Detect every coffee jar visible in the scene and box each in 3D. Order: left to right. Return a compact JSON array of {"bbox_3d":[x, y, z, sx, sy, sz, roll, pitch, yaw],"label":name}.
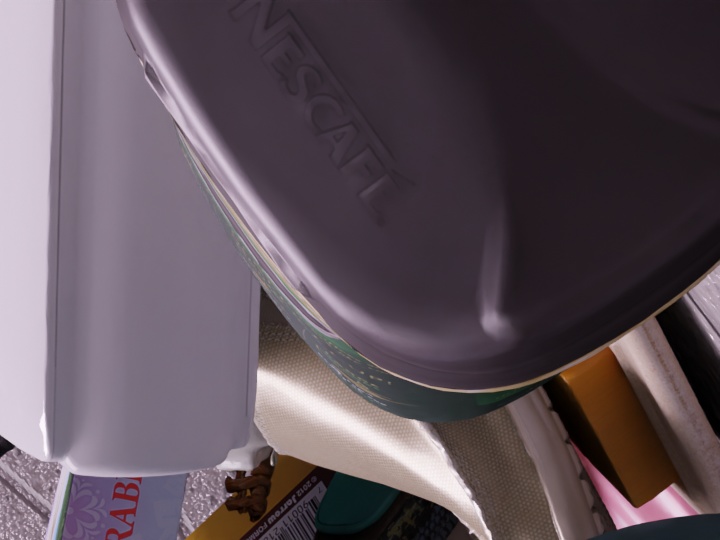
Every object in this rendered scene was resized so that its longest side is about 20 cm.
[{"bbox_3d":[0.014,-0.030,0.479,0.104,0.085,0.200,55,177,3],"label":"coffee jar"}]

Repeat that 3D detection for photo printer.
[{"bbox_3d":[-0.078,-0.060,0.761,0.166,0.069,0.200,-152,63,-63],"label":"photo printer"}]

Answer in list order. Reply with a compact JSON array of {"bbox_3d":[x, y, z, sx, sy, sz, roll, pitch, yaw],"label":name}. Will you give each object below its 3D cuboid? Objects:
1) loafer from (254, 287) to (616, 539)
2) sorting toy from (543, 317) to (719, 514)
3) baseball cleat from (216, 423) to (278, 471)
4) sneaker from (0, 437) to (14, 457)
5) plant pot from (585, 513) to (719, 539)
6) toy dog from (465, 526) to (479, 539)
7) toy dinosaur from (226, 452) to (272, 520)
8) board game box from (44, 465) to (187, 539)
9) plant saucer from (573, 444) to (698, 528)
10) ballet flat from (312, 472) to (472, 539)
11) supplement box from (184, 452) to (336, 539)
[{"bbox_3d":[0.005,0.033,0.789,0.200,0.068,0.076,52,175,39],"label":"loafer"},{"bbox_3d":[0.032,-0.015,0.782,0.200,0.036,0.185,54,176,-35],"label":"sorting toy"},{"bbox_3d":[0.000,0.000,0.930,0.200,0.070,0.107,-26,-69,-64],"label":"baseball cleat"},{"bbox_3d":[-0.147,0.021,0.879,0.091,0.066,0.200,49,174,16],"label":"sneaker"},{"bbox_3d":[0.079,0.141,0.581,0.201,0.201,0.161,52,-175,-6],"label":"plant pot"},{"bbox_3d":[0.011,0.185,0.928,0.194,0.200,0.140,52,177,1],"label":"toy dog"},{"bbox_3d":[-0.064,0.005,1.130,0.102,0.136,0.200,34,-141,-20],"label":"toy dinosaur"},{"bbox_3d":[-0.099,0.141,1.000,0.200,0.041,0.200,111,169,-54],"label":"board game box"},{"bbox_3d":[0.114,0.114,0.932,0.201,0.051,0.201,51,176,6],"label":"plant saucer"},{"bbox_3d":[0.008,0.114,1.036,0.074,0.200,0.074,32,168,7],"label":"ballet flat"},{"bbox_3d":[0.029,0.176,1.125,0.133,0.197,0.200,33,-163,-49],"label":"supplement box"}]
